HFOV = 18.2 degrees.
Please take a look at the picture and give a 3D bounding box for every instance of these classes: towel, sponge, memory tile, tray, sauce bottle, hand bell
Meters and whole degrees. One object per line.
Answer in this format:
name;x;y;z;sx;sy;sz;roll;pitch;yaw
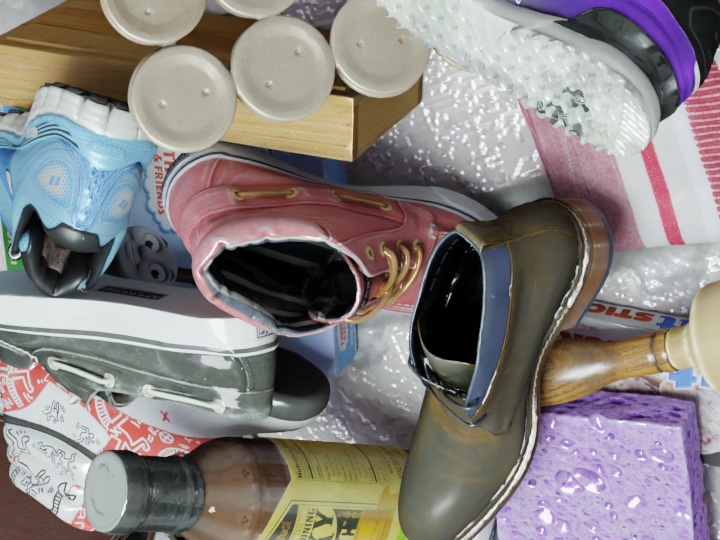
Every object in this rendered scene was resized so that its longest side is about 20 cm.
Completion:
towel;0.178;-0.063;1.062;0.199;0.023;0.144;-4;137;23
sponge;0.130;0.152;1.194;0.111;0.030;0.201;3;123;23
memory tile;-0.027;-0.148;1.054;0.199;0.017;0.154;-16;90;-15
tray;-0.078;-0.101;1.141;0.199;0.099;0.037;11;115;19
sauce bottle;-0.047;0.117;1.144;0.065;0.199;0.065;-11;77;52
hand bell;0.144;0.039;1.105;0.199;0.104;0.105;-12;108;32

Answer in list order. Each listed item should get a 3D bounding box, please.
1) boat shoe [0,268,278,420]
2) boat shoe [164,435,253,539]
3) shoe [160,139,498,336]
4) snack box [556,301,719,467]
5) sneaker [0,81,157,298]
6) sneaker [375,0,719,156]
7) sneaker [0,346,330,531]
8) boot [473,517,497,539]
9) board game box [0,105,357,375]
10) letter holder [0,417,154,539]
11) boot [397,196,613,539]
boat shoe;-0.133;0.039;1.142;0.199;0.071;0.064;8;105;28
boat shoe;-0.083;0.129;1.273;0.201;0.061;0.072;32;123;7
shoe;0.000;0.000;1.108;0.199;0.091;0.072;16;117;-24
snack box;0.178;0.063;1.151;0.199;0.024;0.072;10;115;19
sneaker;-0.156;-0.031;1.123;0.078;0.200;0.090;16;78;-12
sneaker;0.080;-0.138;1.017;0.200;0.099;0.070;38;156;21
sneaker;-0.107;0.089;1.214;0.201;0.067;0.108;10;108;25
boot;0.039;0.186;1.250;0.073;0.090;0.201;30;98;36
board game box;-0.102;-0.028;1.224;0.199;0.037;0.152;6;115;20
letter holder;-0.239;0.161;1.308;0.199;0.142;0.101;22;120;12
boot;0.044;0.054;1.092;0.075;0.097;0.201;33;111;32
